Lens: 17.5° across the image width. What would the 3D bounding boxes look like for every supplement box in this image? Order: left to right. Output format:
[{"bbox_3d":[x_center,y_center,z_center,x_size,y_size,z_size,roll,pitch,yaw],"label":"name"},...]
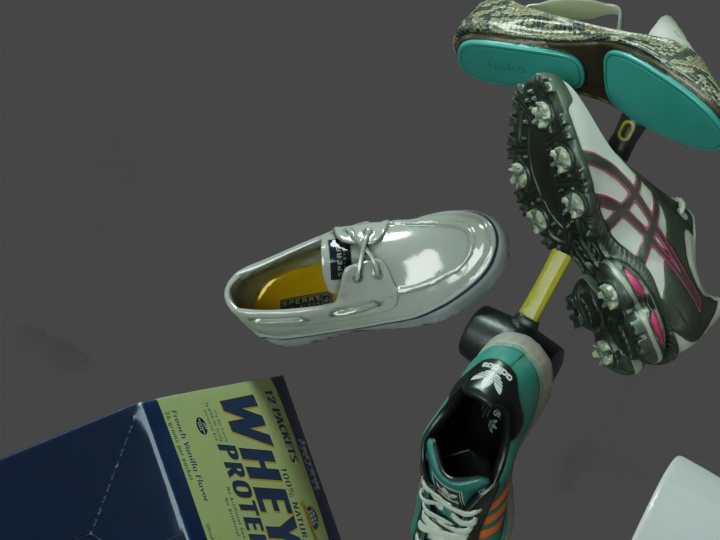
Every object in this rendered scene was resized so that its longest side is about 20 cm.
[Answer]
[{"bbox_3d":[-0.154,0.172,1.569,0.200,0.200,0.134,-22,83,24],"label":"supplement box"}]

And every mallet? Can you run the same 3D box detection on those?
[{"bbox_3d":[0.142,-0.010,1.519,0.066,0.041,0.200,38,103,17],"label":"mallet"}]

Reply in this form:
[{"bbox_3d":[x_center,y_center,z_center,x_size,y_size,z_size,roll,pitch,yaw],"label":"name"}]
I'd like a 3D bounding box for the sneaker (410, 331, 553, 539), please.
[{"bbox_3d":[0.064,0.136,1.515,0.071,0.080,0.200,26,121,20],"label":"sneaker"}]

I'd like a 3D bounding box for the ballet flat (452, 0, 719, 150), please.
[{"bbox_3d":[0.158,-0.138,1.487,0.200,0.068,0.075,18,57,22],"label":"ballet flat"}]

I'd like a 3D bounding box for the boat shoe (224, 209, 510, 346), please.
[{"bbox_3d":[0.000,0.000,1.554,0.200,0.070,0.071,-13,67,27],"label":"boat shoe"}]

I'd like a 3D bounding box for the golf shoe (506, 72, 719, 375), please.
[{"bbox_3d":[0.158,-0.036,1.476,0.077,0.088,0.200,-16,97,62],"label":"golf shoe"}]

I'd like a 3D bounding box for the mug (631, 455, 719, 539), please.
[{"bbox_3d":[0.237,0.219,1.449,0.153,0.187,0.150,22,69,13],"label":"mug"}]
